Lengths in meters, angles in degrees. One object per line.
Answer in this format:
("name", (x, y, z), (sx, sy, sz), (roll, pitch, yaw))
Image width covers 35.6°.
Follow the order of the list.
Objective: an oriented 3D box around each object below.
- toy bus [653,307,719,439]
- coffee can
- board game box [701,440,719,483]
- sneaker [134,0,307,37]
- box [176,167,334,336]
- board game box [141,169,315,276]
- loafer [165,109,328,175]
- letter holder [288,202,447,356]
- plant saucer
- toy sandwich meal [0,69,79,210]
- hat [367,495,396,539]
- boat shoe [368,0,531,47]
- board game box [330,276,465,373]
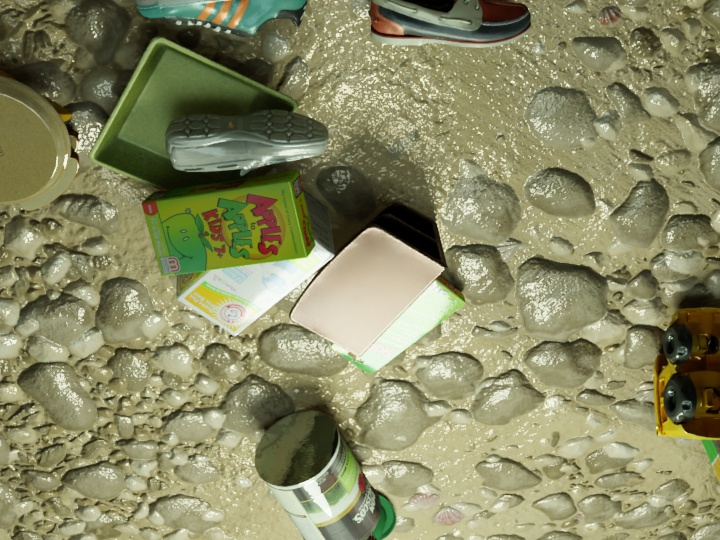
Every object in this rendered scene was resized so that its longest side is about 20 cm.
("toy bus", (0.525, 0.173, 1.780), (0.135, 0.202, 0.192), (3, 166, -10))
("coffee can", (-0.068, 0.346, 1.826), (0.145, 0.147, 0.201), (-20, 131, 9))
("board game box", (0.679, 0.282, 1.885), (0.198, 0.154, 0.041), (-5, 133, -4))
("sneaker", (-0.159, -0.303, 1.299), (0.198, 0.072, 0.080), (-8, 127, -4))
("box", (-0.145, -0.022, 1.524), (0.200, 0.102, 0.112), (-38, 125, 22))
("board game box", (-0.166, -0.058, 1.414), (0.199, 0.048, 0.102), (-7, 109, 15))
("loafer", (-0.138, -0.153, 1.375), (0.198, 0.070, 0.070), (1, 136, 1))
("letter holder", (0.000, 0.000, 1.570), (0.142, 0.101, 0.200), (27, 121, -26))
("plant saucer", (-0.210, -0.187, 1.407), (0.199, 0.048, 0.200), (22, 124, -26))
("toy sandwich meal", (-0.441, -0.166, 1.381), (0.204, 0.070, 0.206), (-2, 129, -2))
("hat", (-0.011, 0.494, 1.941), (0.165, 0.177, 0.201), (-19, 131, 8))
("boat shoe", (0.109, -0.309, 1.341), (0.198, 0.071, 0.063), (-1, 128, -3))
("board game box", (0.054, 0.077, 1.691), (0.200, 0.030, 0.095), (-41, 124, 21))
